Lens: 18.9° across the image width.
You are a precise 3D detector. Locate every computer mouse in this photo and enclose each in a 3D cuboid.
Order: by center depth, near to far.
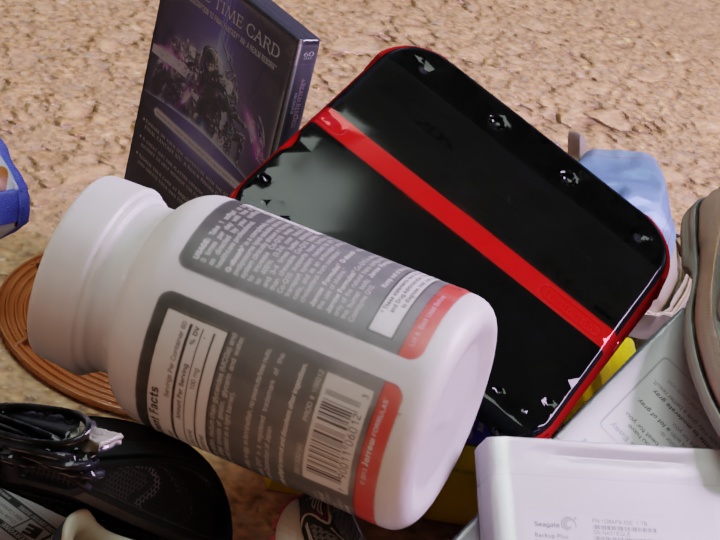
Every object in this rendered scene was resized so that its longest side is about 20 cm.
[{"bbox_3d":[-0.124,0.090,1.030,0.138,0.053,0.200,7,-18,34],"label":"computer mouse"}]

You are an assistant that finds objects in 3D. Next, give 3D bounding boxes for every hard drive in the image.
[{"bbox_3d":[0.124,0.179,1.007,0.131,0.027,0.201,5,64,-17],"label":"hard drive"}]

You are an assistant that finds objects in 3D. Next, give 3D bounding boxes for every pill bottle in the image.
[{"bbox_3d":[-0.047,0.033,1.015,0.199,0.116,0.116,22,29,15],"label":"pill bottle"}]

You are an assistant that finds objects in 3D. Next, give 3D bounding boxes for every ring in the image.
[{"bbox_3d":[-0.118,0.029,1.299,0.200,0.019,0.201,11,29,-6],"label":"ring"}]

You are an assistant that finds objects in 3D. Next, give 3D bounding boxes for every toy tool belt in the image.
[{"bbox_3d":[0.151,-0.027,1.362,0.124,0.123,0.200,1,38,12],"label":"toy tool belt"}]

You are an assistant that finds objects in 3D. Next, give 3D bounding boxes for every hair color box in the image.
[{"bbox_3d":[0.129,0.121,1.088,0.099,0.061,0.200,45,58,5],"label":"hair color box"}]

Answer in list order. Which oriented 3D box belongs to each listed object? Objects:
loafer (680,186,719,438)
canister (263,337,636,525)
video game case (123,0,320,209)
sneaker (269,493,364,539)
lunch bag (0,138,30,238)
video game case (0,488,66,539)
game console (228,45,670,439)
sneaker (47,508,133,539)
[{"bbox_3d":[0.205,0.019,1.100,0.072,0.063,0.200,27,36,-22],"label":"loafer"},{"bbox_3d":[0.051,0.079,1.203,0.199,0.087,0.149,11,30,-7],"label":"canister"},{"bbox_3d":[-0.088,-0.074,1.266,0.019,0.201,0.143,-6,33,-36],"label":"video game case"},{"bbox_3d":[0.028,0.165,0.975,0.081,0.075,0.200,44,3,-46],"label":"sneaker"},{"bbox_3d":[-0.314,-0.050,1.250,0.200,0.124,0.170,25,28,36],"label":"lunch bag"},{"bbox_3d":[-0.262,0.121,1.064,0.200,0.023,0.182,31,32,28],"label":"video game case"},{"bbox_3d":[0.051,-0.018,1.118,0.200,0.031,0.177,38,52,6],"label":"game console"},{"bbox_3d":[-0.065,0.173,0.983,0.199,0.090,0.067,20,28,12],"label":"sneaker"}]
